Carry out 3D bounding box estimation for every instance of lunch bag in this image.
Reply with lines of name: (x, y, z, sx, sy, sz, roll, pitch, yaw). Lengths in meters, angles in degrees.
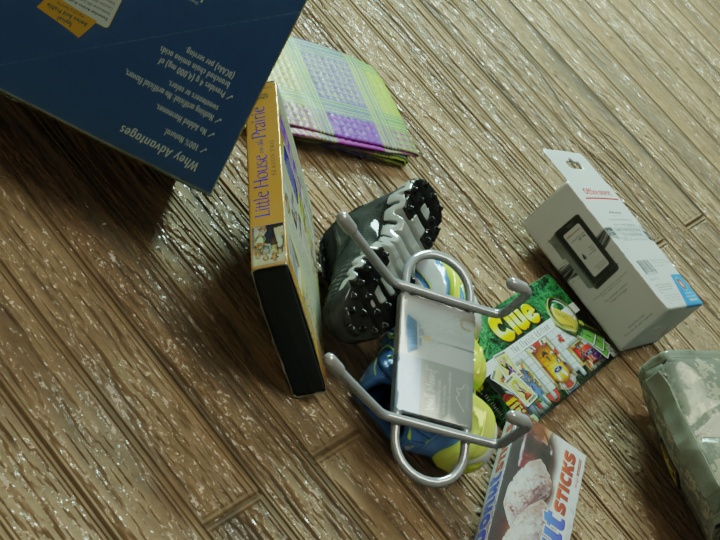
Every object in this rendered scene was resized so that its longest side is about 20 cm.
lunch bag: (0.337, 0.163, 1.220, 0.199, 0.118, 0.164, 15, 44, -39)

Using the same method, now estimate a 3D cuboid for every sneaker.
sneaker: (0.000, 0.000, 1.105, 0.067, 0.090, 0.200, 60, 33, -23)
sneaker: (0.044, 0.063, 1.082, 0.105, 0.076, 0.201, 14, 45, -33)

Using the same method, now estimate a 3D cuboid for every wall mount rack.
wall mount rack: (0.043, 0.049, 1.001, 0.173, 0.075, 0.201, 17, 56, -20)

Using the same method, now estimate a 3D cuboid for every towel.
towel: (-0.045, -0.167, 1.288, 0.199, 0.023, 0.144, 7, 47, -40)

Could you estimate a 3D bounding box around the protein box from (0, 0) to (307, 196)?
protein box: (-0.165, -0.193, 1.013, 0.198, 0.201, 0.135, 26, 1, -21)

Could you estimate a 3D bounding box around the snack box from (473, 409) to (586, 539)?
snack box: (0.127, 0.198, 1.053, 0.072, 0.024, 0.200, 36, 39, -10)

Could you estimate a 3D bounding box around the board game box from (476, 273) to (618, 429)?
board game box: (0.154, 0.073, 1.224, 0.105, 0.023, 0.200, 47, 35, 11)

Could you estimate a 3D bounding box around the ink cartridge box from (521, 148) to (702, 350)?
ink cartridge box: (0.237, -0.023, 1.348, 0.200, 0.068, 0.116, 55, 25, 17)

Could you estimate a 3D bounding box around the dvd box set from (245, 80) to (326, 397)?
dvd box set: (-0.057, -0.025, 1.040, 0.029, 0.147, 0.201, -10, 47, 4)
